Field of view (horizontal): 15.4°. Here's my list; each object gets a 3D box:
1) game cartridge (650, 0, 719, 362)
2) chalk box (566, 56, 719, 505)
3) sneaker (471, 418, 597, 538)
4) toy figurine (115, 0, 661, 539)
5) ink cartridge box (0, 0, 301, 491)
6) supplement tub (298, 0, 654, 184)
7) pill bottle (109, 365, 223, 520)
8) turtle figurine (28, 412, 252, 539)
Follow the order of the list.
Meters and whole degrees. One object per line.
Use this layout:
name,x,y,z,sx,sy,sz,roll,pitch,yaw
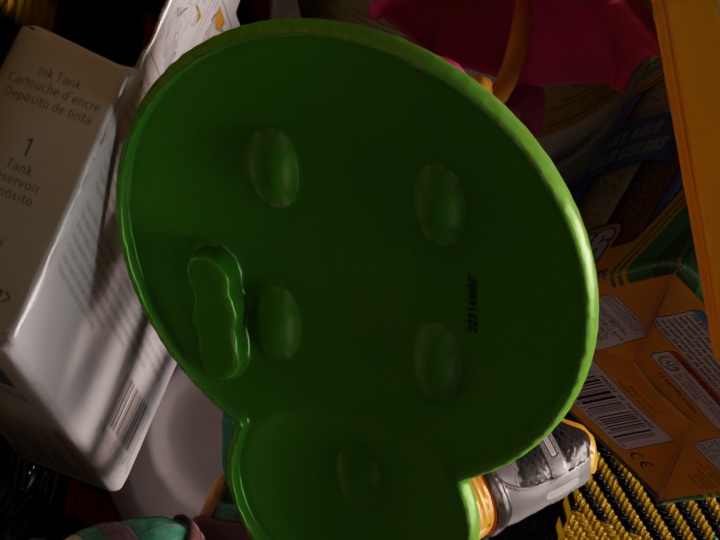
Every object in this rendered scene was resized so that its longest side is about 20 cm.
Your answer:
game cartridge,0.140,-0.080,0.903,0.176,0.032,0.201,-15,93,-63
chalk box,0.162,-0.026,1.052,0.124,0.125,0.200,-14,-142,53
sneaker,0.040,0.042,1.190,0.079,0.077,0.200,88,-17,-46
toy figurine,0.033,-0.024,0.836,0.184,0.149,0.201,-50,145,-51
ink cartridge box,-0.076,-0.033,0.860,0.200,0.043,0.174,77,34,-73
supplement tub,0.042,-0.128,0.981,0.200,0.144,0.145,88,24,-57
pill bottle,-0.037,0.084,1.102,0.200,0.112,0.113,69,42,-76
turtle figurine,-0.049,0.092,0.886,0.150,0.100,0.201,75,33,-74
